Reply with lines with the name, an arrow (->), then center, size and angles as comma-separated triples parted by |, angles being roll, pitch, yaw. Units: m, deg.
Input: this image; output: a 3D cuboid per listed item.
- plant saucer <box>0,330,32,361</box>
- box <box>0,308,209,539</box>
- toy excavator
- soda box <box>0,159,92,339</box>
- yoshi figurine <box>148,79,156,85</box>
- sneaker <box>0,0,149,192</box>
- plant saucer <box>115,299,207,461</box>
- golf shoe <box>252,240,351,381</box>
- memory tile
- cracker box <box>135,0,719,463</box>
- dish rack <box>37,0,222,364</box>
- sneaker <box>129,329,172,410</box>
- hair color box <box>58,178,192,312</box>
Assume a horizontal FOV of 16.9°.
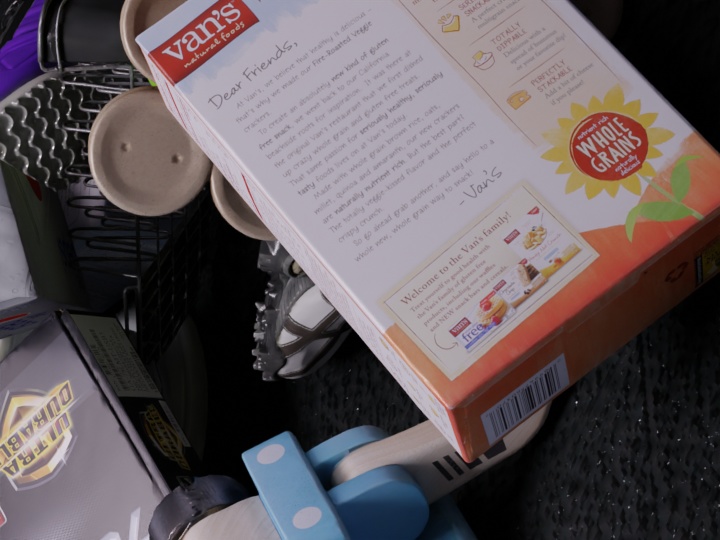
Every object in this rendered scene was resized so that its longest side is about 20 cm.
plant saucer -> -0.218, 0.020, 1.361 | 0.200, 0.050, 0.200 | -17, 70, 56
box -> -0.149, 0.155, 1.154 | 0.200, 0.050, 0.199 | -41, 65, 22
toy excavator -> 0.017, 0.091, 0.971 | 0.100, 0.200, 0.195 | 53, 167, 56
soda box -> -0.177, -0.006, 1.157 | 0.200, 0.063, 0.068 | 75, 178, -87
yoshi figurine -> -0.056, -0.135, 1.157 | 0.112, 0.112, 0.200 | -39, 24, 22
sneaker -> -0.166, -0.112, 1.305 | 0.099, 0.200, 0.070 | 24, 144, 35
plant saucer -> -0.149, 0.106, 1.325 | 0.200, 0.050, 0.200 | -37, 46, 50
golf shoe -> 0.000, 0.000, 1.075 | 0.200, 0.094, 0.078 | 102, 172, -67
memory tile -> 0.000, -0.080, 0.974 | 0.017, 0.200, 0.153 | -162, 86, -76
cracker box -> 0.029, -0.047, 0.892 | 0.134, 0.058, 0.200 | -36, 64, -8
dish rack -> -0.110, -0.059, 1.216 | 0.153, 0.055, 0.200 | -62, -26, -63
sneaker -> -0.125, 0.115, 1.209 | 0.073, 0.071, 0.200 | -25, 61, 17
hair color box -> -0.163, -0.033, 1.412 | 0.200, 0.061, 0.099 | -33, 48, 52
